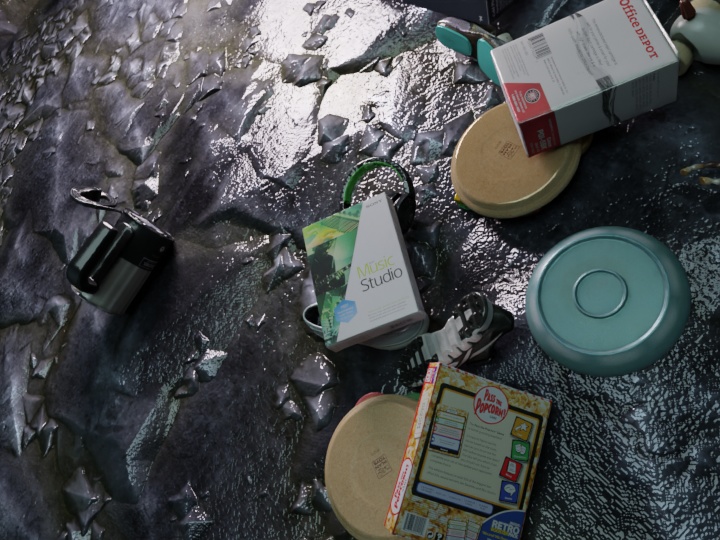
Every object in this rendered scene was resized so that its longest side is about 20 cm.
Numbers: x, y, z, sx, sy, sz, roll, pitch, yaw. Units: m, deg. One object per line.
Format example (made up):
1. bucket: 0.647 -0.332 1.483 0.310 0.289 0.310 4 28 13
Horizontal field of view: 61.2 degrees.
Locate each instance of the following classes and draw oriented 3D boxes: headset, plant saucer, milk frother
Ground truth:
1. headset: 0.025 -0.080 0.947 0.123 0.094 0.201 -16 79 26
2. plant saucer: 0.303 0.032 0.768 0.199 0.027 0.201 -13 64 27
3. milk frother: -0.514 -0.047 1.216 0.200 0.180 0.188 34 89 34

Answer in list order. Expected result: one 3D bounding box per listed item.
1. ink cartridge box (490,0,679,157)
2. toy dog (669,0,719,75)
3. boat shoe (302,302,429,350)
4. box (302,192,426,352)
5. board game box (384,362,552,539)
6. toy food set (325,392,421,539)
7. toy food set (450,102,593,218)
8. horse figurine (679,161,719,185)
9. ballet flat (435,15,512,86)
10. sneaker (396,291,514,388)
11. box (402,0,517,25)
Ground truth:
1. ink cartridge box: 0.294 -0.260 0.811 0.199 0.083 0.147 -19 58 16
2. toy dog: 0.471 -0.298 0.760 0.199 0.096 0.132 6 73 34
3. boat shoe: 0.001 0.076 0.909 0.200 0.071 0.070 -3 68 31
4. box: 0.000 0.000 0.877 0.144 0.036 0.201 -23 60 16
5. board game box: 0.130 0.228 0.725 0.151 0.046 0.201 20 78 -6
6. toy food set: 0.039 0.260 0.809 0.200 0.049 0.198 -51 55 5
7. toy food set: 0.223 -0.166 0.889 0.197 0.049 0.201 18 80 36
8. horse figurine: 0.472 -0.100 0.696 0.132 0.050 0.200 -22 50 3
9. ballet flat: 0.203 -0.365 0.980 0.072 0.072 0.200 -45 54 8
10. sneaker: 0.131 0.106 0.818 0.200 0.090 0.067 -48 39 38
11. box: 0.186 -0.512 0.993 0.182 0.104 0.200 -44 51 -16
